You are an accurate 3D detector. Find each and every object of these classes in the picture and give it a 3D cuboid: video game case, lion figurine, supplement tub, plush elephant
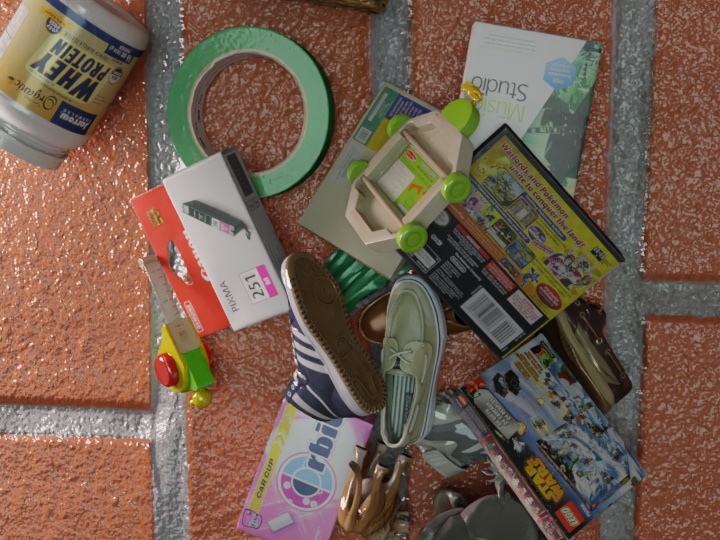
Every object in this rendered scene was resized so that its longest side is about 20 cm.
[{"bbox_3d":[0.157,-0.027,1.068,0.180,0.026,0.200,-41,102,18],"label":"video game case"},{"bbox_3d":[0.008,0.270,1.135,0.072,0.200,0.124,22,91,25],"label":"lion figurine"},{"bbox_3d":[-0.358,-0.235,1.143,0.144,0.144,0.201,36,100,2],"label":"supplement tub"},{"bbox_3d":[0.153,0.324,1.138,0.163,0.155,0.202,11,64,14],"label":"plush elephant"}]

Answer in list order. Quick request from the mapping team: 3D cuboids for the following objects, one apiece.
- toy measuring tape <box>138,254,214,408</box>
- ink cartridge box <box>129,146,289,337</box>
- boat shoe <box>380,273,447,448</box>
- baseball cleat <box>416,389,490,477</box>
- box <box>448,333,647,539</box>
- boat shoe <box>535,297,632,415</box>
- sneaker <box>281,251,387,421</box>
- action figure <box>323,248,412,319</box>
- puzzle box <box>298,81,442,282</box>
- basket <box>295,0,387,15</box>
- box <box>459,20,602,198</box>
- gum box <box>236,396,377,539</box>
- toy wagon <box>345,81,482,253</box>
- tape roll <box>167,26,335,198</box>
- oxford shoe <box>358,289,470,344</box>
[{"bbox_3d":[-0.236,0.082,1.211,0.073,0.074,0.201,-29,79,10],"label":"toy measuring tape"},{"bbox_3d":[-0.182,-0.023,1.163,0.172,0.044,0.202,-21,99,25],"label":"ink cartridge box"},{"bbox_3d":[0.057,0.107,1.113,0.071,0.062,0.203,3,99,25],"label":"boat shoe"},{"bbox_3d":[0.153,0.207,1.175,0.198,0.070,0.108,16,112,10],"label":"baseball cleat"},{"bbox_3d":[0.212,0.188,1.100,0.136,0.040,0.201,-27,74,-28],"label":"box"},{"bbox_3d":[0.255,0.067,1.143,0.072,0.072,0.201,-29,86,-20],"label":"boat shoe"},{"bbox_3d":[-0.057,0.084,1.111,0.108,0.070,0.201,-24,94,46],"label":"sneaker"},{"bbox_3d":[0.000,0.000,1.154,0.200,0.055,0.118,-46,61,3],"label":"action figure"},{"bbox_3d":[0.034,-0.105,1.128,0.132,0.025,0.201,31,85,17],"label":"puzzle box"},{"bbox_3d":[-0.059,-0.381,1.087,0.198,0.143,0.151,11,99,6],"label":"basket"},{"bbox_3d":[0.177,-0.161,1.072,0.143,0.036,0.202,9,97,1],"label":"box"},{"bbox_3d":[-0.063,0.240,1.198,0.112,0.066,0.202,21,99,3],"label":"gum box"},{"bbox_3d":[0.067,-0.112,1.043,0.200,0.155,0.039,-47,130,10],"label":"toy wagon"},{"bbox_3d":[-0.131,-0.188,1.168,0.198,0.048,0.203,1,97,7],"label":"tape roll"},{"bbox_3d":[0.089,0.048,1.155,0.198,0.071,0.072,-14,97,11],"label":"oxford shoe"}]
